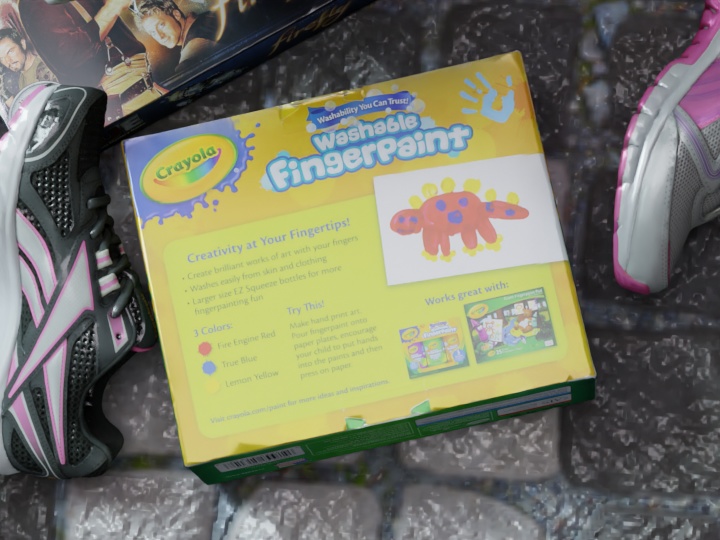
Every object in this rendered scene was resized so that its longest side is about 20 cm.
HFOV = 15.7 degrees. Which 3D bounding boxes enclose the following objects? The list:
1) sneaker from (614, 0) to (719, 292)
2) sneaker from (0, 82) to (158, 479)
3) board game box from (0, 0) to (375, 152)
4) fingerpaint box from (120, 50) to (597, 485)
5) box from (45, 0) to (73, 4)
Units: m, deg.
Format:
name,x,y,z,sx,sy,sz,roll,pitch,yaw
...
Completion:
name,x,y,z,sx,sy,sz,roll,pitch,yaw
sneaker,0.187,-0.073,1.253,0.088,0.081,0.200,27,82,13
sneaker,-0.136,0.008,1.265,0.086,0.080,0.200,11,104,10
board game box,-0.109,-0.151,1.331,0.200,0.035,0.136,-30,76,-1
fingerpaint box,0.000,0.000,1.267,0.200,0.073,0.167,-13,77,2
box,-0.065,-0.234,1.185,0.199,0.200,0.131,-30,93,22
